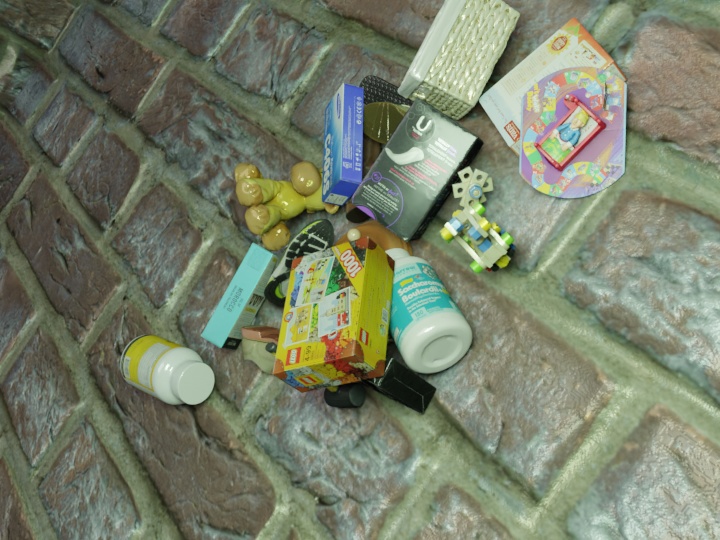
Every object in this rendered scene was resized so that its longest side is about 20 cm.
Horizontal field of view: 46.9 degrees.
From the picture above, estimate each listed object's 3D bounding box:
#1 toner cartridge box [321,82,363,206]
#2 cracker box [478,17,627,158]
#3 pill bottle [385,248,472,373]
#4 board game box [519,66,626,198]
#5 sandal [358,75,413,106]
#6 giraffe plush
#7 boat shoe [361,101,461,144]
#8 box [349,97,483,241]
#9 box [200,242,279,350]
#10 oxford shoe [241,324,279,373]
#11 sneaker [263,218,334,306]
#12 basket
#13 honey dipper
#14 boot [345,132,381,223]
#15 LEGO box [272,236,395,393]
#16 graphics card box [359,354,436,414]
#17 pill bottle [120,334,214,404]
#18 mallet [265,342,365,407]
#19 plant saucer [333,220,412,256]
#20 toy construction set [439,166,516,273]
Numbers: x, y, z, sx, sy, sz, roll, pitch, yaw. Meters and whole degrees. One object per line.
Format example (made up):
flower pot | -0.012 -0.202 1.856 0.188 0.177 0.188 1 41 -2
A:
toner cartridge box | -0.032 -0.228 1.505 0.095 0.043 0.200 139 137 -57
cracker box | 0.300 -0.287 1.321 0.200 0.058 0.134 -39 47 19
pill bottle | 0.084 0.054 1.284 0.111 0.111 0.200 -43 45 15
board game box | 0.308 -0.209 1.228 0.158 0.039 0.200 1 84 28
sandal | 0.079 -0.303 1.529 0.200 0.045 0.075 38 110 32
giraffe plush | -0.122 -0.138 1.558 0.162 0.200 0.173 -22 75 11
boat shoe | 0.088 -0.255 1.466 0.200 0.063 0.073 12 99 36
box | 0.093 -0.161 1.353 0.122 0.106 0.200 36 102 9
box | -0.220 0.051 1.571 0.049 0.082 0.200 29 88 14
oxford shoe | -0.137 0.150 1.477 0.200 0.071 0.074 14 102 45
sneaker | -0.114 -0.028 1.517 0.200 0.074 0.081 -48 26 31
basket | 0.168 -0.372 1.410 0.200 0.123 0.136 -63 6 -5
honey dipper | 0.013 0.025 1.363 0.038 0.038 0.200 -22 77 32
boot | 0.038 -0.205 1.516 0.186 0.064 0.200 -25 48 28
LEGO box | -0.037 0.066 1.233 0.149 0.077 0.200 -17 51 31
graphics card box | 0.007 0.149 1.289 0.200 0.125 0.051 21 77 47
pill bottle | -0.373 0.197 1.617 0.200 0.112 0.112 12 76 45
mallet | -0.067 0.163 1.296 0.066 0.200 0.041 -3 58 36
plant saucer | 0.000 0.000 1.445 0.200 0.037 0.200 -21 55 32
toy construction set | 0.172 -0.069 1.242 0.092 0.131 0.200 -40 19 27
